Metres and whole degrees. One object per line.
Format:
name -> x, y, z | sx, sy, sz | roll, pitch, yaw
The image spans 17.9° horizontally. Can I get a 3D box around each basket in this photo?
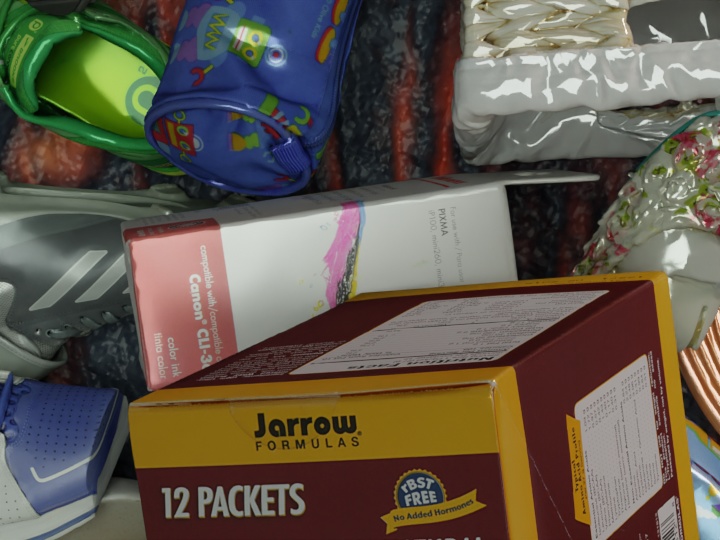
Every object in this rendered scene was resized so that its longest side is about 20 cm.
basket -> 0.133, -0.137, 0.989 | 0.197, 0.200, 0.162 | -4, 88, 3

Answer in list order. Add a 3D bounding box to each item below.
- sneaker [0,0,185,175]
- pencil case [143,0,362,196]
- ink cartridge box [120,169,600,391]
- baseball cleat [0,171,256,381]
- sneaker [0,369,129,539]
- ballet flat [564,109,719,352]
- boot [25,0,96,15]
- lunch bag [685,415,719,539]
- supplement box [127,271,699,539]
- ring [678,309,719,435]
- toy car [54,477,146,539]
sneaker -> -0.153, -0.111, 1.062 | 0.199, 0.084, 0.074 | 25, 92, 4
pencil case -> -0.029, -0.133, 1.027 | 0.086, 0.078, 0.201 | 7, 67, 27
ink cartridge box -> 0.000, 0.000, 0.982 | 0.198, 0.116, 0.068 | -9, 96, -6
baseball cleat -> -0.123, 0.007, 1.078 | 0.198, 0.070, 0.107 | 8, 105, 7
sneaker -> -0.213, 0.064, 1.031 | 0.198, 0.081, 0.116 | -4, 129, 14
ballet flat -> 0.113, 0.023, 0.947 | 0.075, 0.064, 0.200 | 18, 130, -20
boot -> -0.118, -0.224, 1.039 | 0.200, 0.068, 0.131 | -46, 53, 7
lunch bag -> 0.116, 0.182, 0.951 | 0.150, 0.094, 0.200 | 41, 103, 3
supplement box -> 0.033, 0.118, 0.820 | 0.132, 0.200, 0.199 | -5, 98, 25
ring -> 0.225, 0.032, 1.022 | 0.199, 0.019, 0.202 | 10, 55, -14
toy car -> -0.055, 0.173, 1.033 | 0.199, 0.175, 0.151 | -23, 123, 3
